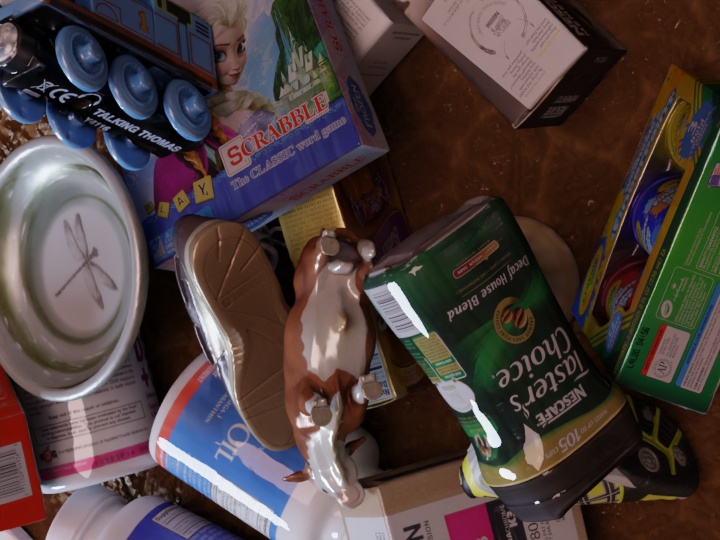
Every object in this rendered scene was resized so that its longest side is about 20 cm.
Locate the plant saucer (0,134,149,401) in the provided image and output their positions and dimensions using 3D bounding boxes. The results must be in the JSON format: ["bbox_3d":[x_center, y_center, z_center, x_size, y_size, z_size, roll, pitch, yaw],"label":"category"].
[{"bbox_3d":[-0.216,-0.002,1.379,0.200,0.050,0.200,2,92,42],"label":"plant saucer"}]

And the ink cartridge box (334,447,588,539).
[{"bbox_3d":[0.088,0.233,1.338,0.075,0.165,0.200,-14,90,62],"label":"ink cartridge box"}]

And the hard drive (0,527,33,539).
[{"bbox_3d":[-0.360,0.249,1.600,0.200,0.026,0.132,44,109,13],"label":"hard drive"}]

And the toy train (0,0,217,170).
[{"bbox_3d":[-0.179,-0.146,1.253,0.087,0.200,0.114,-23,63,29],"label":"toy train"}]

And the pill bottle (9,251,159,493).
[{"bbox_3d":[-0.232,0.072,1.484,0.113,0.113,0.200,-15,90,23],"label":"pill bottle"}]

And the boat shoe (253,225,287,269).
[{"bbox_3d":[-0.092,-0.009,1.430,0.086,0.075,0.202,-20,51,-8],"label":"boat shoe"}]

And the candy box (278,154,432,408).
[{"bbox_3d":[0.000,0.000,1.381,0.056,0.117,0.200,-16,89,25],"label":"candy box"}]

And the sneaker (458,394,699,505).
[{"bbox_3d":[0.157,0.134,1.306,0.076,0.200,0.075,-45,44,42],"label":"sneaker"}]

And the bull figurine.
[{"bbox_3d":[-0.018,0.065,1.266,0.065,0.121,0.200,1,81,-13],"label":"bull figurine"}]

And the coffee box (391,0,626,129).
[{"bbox_3d":[0.087,-0.200,1.328,0.200,0.113,0.080,47,110,13],"label":"coffee box"}]

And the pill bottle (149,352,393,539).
[{"bbox_3d":[-0.056,0.151,1.420,0.200,0.112,0.112,30,105,16],"label":"pill bottle"}]

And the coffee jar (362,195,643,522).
[{"bbox_3d":[0.095,0.059,1.176,0.200,0.104,0.085,57,152,-8],"label":"coffee jar"}]

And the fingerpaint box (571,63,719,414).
[{"bbox_3d":[0.224,-0.027,1.253,0.073,0.167,0.200,19,104,-8],"label":"fingerpaint box"}]

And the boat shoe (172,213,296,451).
[{"bbox_3d":[-0.084,0.042,1.325,0.072,0.065,0.200,-32,124,-14],"label":"boat shoe"}]

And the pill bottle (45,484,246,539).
[{"bbox_3d":[-0.152,0.250,1.469,0.200,0.112,0.112,24,103,18],"label":"pill bottle"}]

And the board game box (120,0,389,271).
[{"bbox_3d":[-0.098,-0.131,1.337,0.200,0.041,0.200,-30,71,26],"label":"board game box"}]

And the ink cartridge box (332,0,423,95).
[{"bbox_3d":[-0.070,-0.168,1.410,0.200,0.084,0.146,-46,76,21],"label":"ink cartridge box"}]

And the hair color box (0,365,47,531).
[{"bbox_3d":[-0.309,0.119,1.470,0.061,0.200,0.102,-15,116,-16],"label":"hair color box"}]

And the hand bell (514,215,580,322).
[{"bbox_3d":[0.080,0.020,1.304,0.104,0.200,0.104,2,96,23],"label":"hand bell"}]
